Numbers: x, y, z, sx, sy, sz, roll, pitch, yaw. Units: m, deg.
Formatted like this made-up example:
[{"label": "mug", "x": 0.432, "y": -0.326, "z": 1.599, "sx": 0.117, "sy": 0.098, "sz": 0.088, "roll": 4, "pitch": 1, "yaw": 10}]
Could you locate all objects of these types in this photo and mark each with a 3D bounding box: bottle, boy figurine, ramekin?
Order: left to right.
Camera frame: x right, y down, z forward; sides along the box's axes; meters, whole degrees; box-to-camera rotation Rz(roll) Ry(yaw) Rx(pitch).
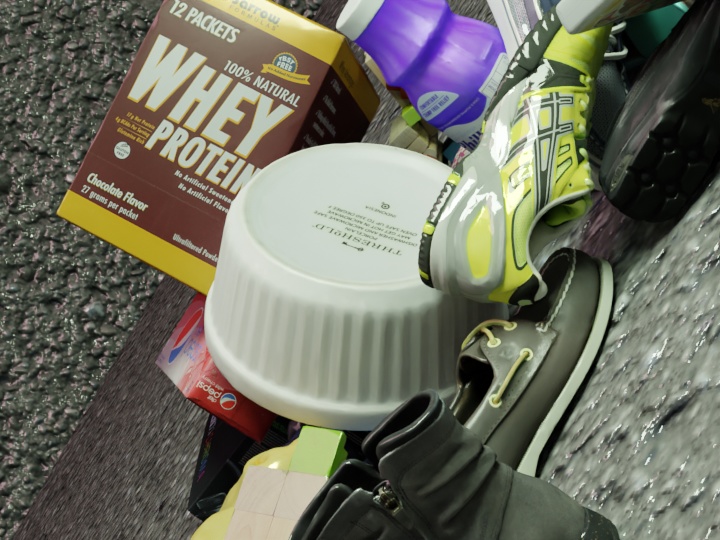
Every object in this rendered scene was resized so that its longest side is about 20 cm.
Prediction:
[{"label": "boy figurine", "x": -0.051, "y": 0.146, "z": 0.923, "sx": 0.125, "sy": 0.064, "sz": 0.200, "roll": -53, "pitch": 0, "yaw": 15}, {"label": "ramekin", "x": 0.000, "y": 0.000, "z": 0.962, "sx": 0.203, "sy": 0.199, "sz": 0.095, "roll": -74, "pitch": -10, "yaw": -53}, {"label": "bottle", "x": 0.076, "y": -0.122, "z": 1.003, "sx": 0.066, "sy": 0.199, "sz": 0.083, "roll": -62, "pitch": 15, "yaw": -25}]

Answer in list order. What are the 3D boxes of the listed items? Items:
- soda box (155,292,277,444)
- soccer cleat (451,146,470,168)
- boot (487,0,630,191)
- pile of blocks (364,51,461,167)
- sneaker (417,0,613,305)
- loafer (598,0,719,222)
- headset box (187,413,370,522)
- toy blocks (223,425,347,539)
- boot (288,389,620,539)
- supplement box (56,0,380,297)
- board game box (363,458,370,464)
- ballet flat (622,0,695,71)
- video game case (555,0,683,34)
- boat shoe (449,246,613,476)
[{"label": "soda box", "x": -0.098, "y": 0.067, "z": 1.109, "sx": 0.071, "sy": 0.063, "sz": 0.200, "roll": -58, "pitch": 13, "yaw": -5}, {"label": "soccer cleat", "x": 0.110, "y": -0.109, "z": 1.096, "sx": 0.087, "sy": 0.069, "sz": 0.201, "roll": 92, "pitch": -164, "yaw": -48}, {"label": "boot", "x": 0.138, "y": -0.154, "z": 0.945, "sx": 0.090, "sy": 0.072, "sz": 0.202, "roll": -47, "pitch": 57, "yaw": 45}, {"label": "pile of blocks", "x": 0.059, "y": -0.092, "z": 1.142, "sx": 0.081, "sy": 0.202, "sz": 0.062, "roll": -11, "pitch": 25, "yaw": 10}, {"label": "sneaker", "x": 0.106, "y": -0.067, "z": 0.874, "sx": 0.202, "sy": 0.076, "sz": 0.076, "roll": -63, "pitch": -18, "yaw": -13}, {"label": "loafer", "x": 0.195, "y": -0.120, "z": 0.834, "sx": 0.202, "sy": 0.067, "sz": 0.071, "roll": -56, "pitch": 21, "yaw": 22}, {"label": "headset box", "x": -0.033, "y": 0.091, "z": 1.159, "sx": 0.201, "sy": 0.092, "sz": 0.175, "roll": -52, "pitch": 14, "yaw": 23}, {"label": "toy blocks", "x": -0.032, "y": 0.203, "z": 0.798, "sx": 0.099, "sy": 0.137, "sz": 0.202, "roll": 4, "pitch": 62, "yaw": 30}, {"label": "boot", "x": 0.015, "y": 0.160, "z": 0.702, "sx": 0.201, "sy": 0.131, "sz": 0.070, "roll": -56, "pitch": 13, "yaw": 5}, {"label": "supplement box", "x": -0.097, "y": -0.088, "z": 1.130, "sx": 0.202, "sy": 0.132, "sz": 0.197, "roll": -63, "pitch": -10, "yaw": -2}, {"label": "board game box", "x": -0.012, "y": 0.196, "z": 0.954, "sx": 0.201, "sy": 0.039, "sz": 0.158, "roll": -57, "pitch": 6, "yaw": -19}, {"label": "ballet flat", "x": 0.192, "y": -0.173, "z": 1.005, "sx": 0.070, "sy": 0.068, "sz": 0.200, "roll": -40, "pitch": 10, "yaw": -15}, {"label": "video game case", "x": 0.223, "y": -0.202, "z": 0.810, "sx": 0.181, "sy": 0.023, "sz": 0.200, "roll": -22, "pitch": -11, "yaw": -35}, {"label": "boat shoe", "x": 0.080, "y": 0.065, "z": 0.847, "sx": 0.203, "sy": 0.060, "sz": 0.072, "roll": -63, "pitch": 13, "yaw": -23}]
